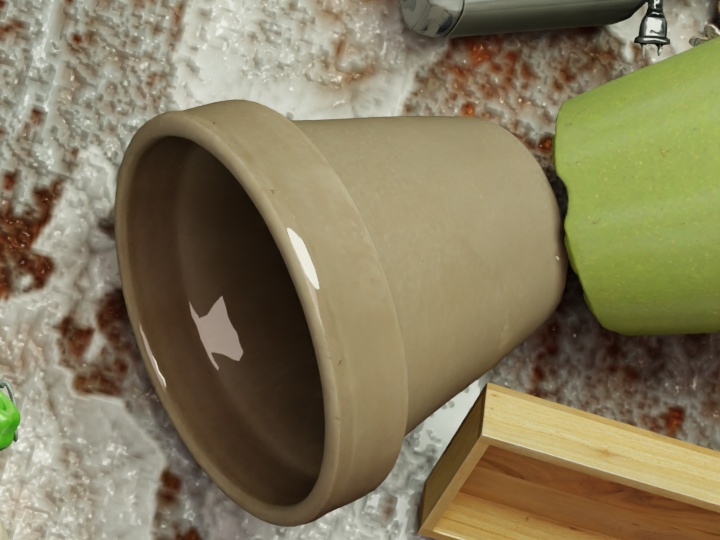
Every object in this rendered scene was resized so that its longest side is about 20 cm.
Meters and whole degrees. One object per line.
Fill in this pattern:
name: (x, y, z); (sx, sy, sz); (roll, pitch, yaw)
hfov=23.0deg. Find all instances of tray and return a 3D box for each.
tray: (0.139, 0.122, 0.901); (0.199, 0.099, 0.037); (16, 49, -8)

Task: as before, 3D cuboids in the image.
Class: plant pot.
plant pot: (0.200, -0.045, 0.866); (0.189, 0.200, 0.201); (-12, 84, 22)
plant pot: (0.000, 0.000, 0.864); (0.174, 0.200, 0.201); (-21, 86, -31)

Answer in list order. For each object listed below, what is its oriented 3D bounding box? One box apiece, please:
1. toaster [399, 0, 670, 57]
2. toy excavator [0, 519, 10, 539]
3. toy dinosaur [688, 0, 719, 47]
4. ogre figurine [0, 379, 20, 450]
toaster: (0.082, -0.201, 0.930); (0.129, 0.114, 0.201); (-8, 86, -7)
toy excavator: (-0.240, 0.207, 0.799); (0.194, 0.100, 0.201); (-16, 60, -8)
toy dinosaur: (0.223, -0.178, 0.973); (0.201, 0.086, 0.136); (63, 33, -17)
ogre figurine: (-0.262, 0.056, 0.833); (0.199, 0.098, 0.120); (-21, 78, 32)
